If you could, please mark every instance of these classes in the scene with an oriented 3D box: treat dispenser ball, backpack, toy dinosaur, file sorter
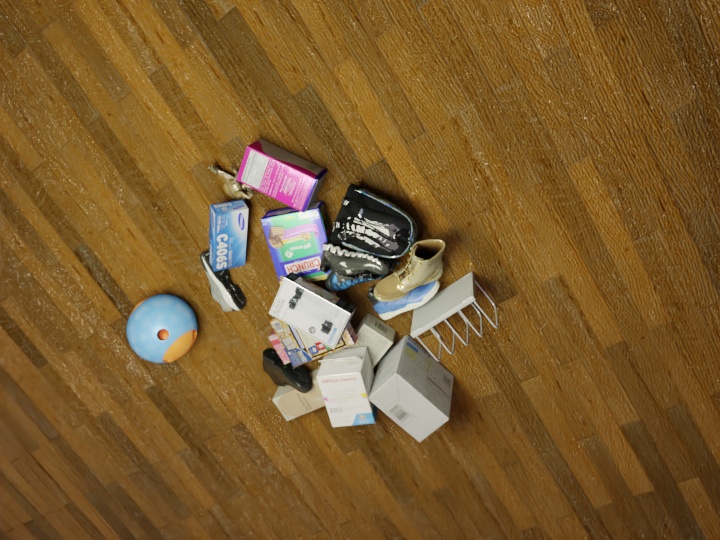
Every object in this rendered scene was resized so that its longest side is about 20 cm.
[{"bbox_3d":[-0.581,0.171,1.745,0.199,0.201,0.203,4,114,10],"label":"treat dispenser ball"},{"bbox_3d":[0.049,-0.112,1.525,0.199,0.153,0.164,21,96,25],"label":"backpack"},{"bbox_3d":[-0.328,-0.216,1.618,0.101,0.058,0.201,-17,114,35],"label":"toy dinosaur"},{"bbox_3d":[0.252,0.130,1.589,0.199,0.139,0.125,-34,106,23],"label":"file sorter"}]

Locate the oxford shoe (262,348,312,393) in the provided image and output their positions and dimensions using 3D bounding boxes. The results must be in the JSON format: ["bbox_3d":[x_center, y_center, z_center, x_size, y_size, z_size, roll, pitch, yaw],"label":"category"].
[{"bbox_3d":[-0.219,0.316,1.778,0.199,0.072,0.085,31,121,35],"label":"oxford shoe"}]

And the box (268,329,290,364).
[{"bbox_3d":[-0.151,0.179,1.715,0.199,0.095,0.103,-24,105,20],"label":"box"}]

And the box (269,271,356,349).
[{"bbox_3d":[-0.126,0.104,1.549,0.199,0.060,0.117,29,109,6],"label":"box"}]

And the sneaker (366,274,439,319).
[{"bbox_3d":[0.109,0.050,1.615,0.199,0.077,0.111,-27,115,28],"label":"sneaker"}]

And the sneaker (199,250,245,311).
[{"bbox_3d":[-0.416,0.037,1.726,0.079,0.074,0.201,-18,108,24],"label":"sneaker"}]

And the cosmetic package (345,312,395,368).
[{"bbox_3d":[0.005,0.234,1.720,0.103,0.073,0.200,34,116,-5],"label":"cosmetic package"}]

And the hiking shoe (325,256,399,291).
[{"bbox_3d":[0.000,0.000,1.575,0.199,0.087,0.075,-27,109,-7],"label":"hiking shoe"}]

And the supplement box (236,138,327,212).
[{"bbox_3d":[-0.203,-0.248,1.540,0.199,0.101,0.104,27,117,0],"label":"supplement box"}]

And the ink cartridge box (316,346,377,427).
[{"bbox_3d":[-0.033,0.312,1.649,0.127,0.125,0.202,-8,115,14],"label":"ink cartridge box"}]

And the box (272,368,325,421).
[{"bbox_3d":[-0.159,0.373,1.812,0.199,0.078,0.095,-28,105,21],"label":"box"}]

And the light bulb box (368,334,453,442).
[{"bbox_3d":[0.147,0.325,1.659,0.198,0.200,0.125,42,116,-7],"label":"light bulb box"}]

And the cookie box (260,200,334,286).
[{"bbox_3d":[-0.161,-0.071,1.621,0.170,0.075,0.202,-9,112,14],"label":"cookie box"}]

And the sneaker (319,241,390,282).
[{"bbox_3d":[-0.020,-0.005,1.518,0.199,0.066,0.091,16,80,22],"label":"sneaker"}]

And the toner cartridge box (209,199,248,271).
[{"bbox_3d":[-0.361,-0.093,1.620,0.094,0.043,0.201,-14,137,-28],"label":"toner cartridge box"}]

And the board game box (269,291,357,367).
[{"bbox_3d":[-0.129,0.163,1.626,0.199,0.046,0.152,-22,103,19],"label":"board game box"}]

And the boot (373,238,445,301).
[{"bbox_3d":[0.125,-0.001,1.515,0.198,0.156,0.073,-21,65,-8],"label":"boot"}]
